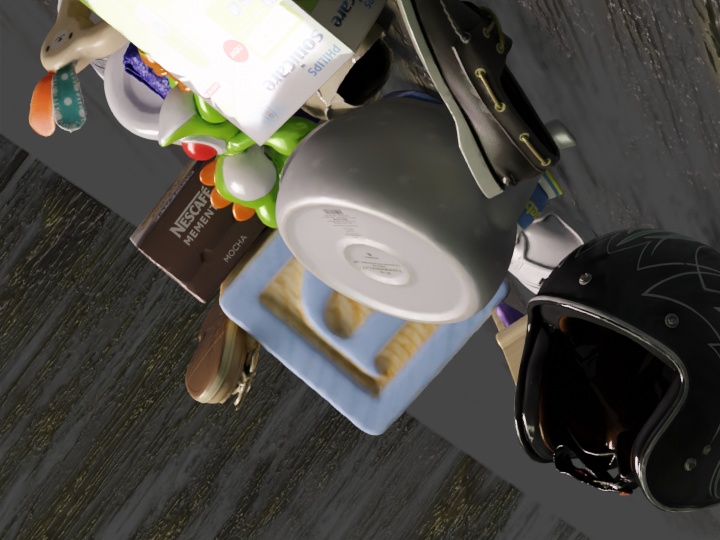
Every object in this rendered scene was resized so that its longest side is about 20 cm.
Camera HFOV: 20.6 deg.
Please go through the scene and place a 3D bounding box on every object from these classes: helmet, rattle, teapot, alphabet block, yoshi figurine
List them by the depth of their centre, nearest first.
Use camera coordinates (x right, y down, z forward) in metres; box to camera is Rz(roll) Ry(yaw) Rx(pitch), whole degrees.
[{"bbox_3d":[0.214,0.065,1.461,0.198,0.193,0.200,8,-172,-1],"label":"helmet"},{"bbox_3d":[0.037,-0.063,1.502,0.199,0.147,0.198,25,156,1],"label":"teapot"},{"bbox_3d":[-0.091,-0.129,1.637,0.111,0.113,0.201,-10,131,27],"label":"yoshi figurine"},{"bbox_3d":[-0.265,-0.237,1.753,0.130,0.200,0.143,36,174,35],"label":"rattle"},{"bbox_3d":[0.000,0.000,1.816,0.196,0.195,0.200,42,-173,-11],"label":"alphabet block"}]

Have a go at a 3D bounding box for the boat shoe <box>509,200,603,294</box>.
[{"bbox_3d":[0.134,-0.031,1.669,0.065,0.074,0.199,38,172,-37],"label":"boat shoe"}]

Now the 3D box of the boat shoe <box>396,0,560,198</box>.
[{"bbox_3d":[0.076,-0.142,1.341,0.072,0.060,0.202,-95,-19,-54],"label":"boat shoe"}]

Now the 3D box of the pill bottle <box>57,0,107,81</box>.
[{"bbox_3d":[-0.217,-0.226,1.963,0.106,0.107,0.200,33,171,23],"label":"pill bottle"}]

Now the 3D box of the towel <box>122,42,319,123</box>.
[{"bbox_3d":[-0.116,-0.169,1.744,0.049,0.148,0.200,-27,122,38],"label":"towel"}]

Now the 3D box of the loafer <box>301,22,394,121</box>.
[{"bbox_3d":[-0.011,-0.157,1.576,0.068,0.076,0.200,41,172,17],"label":"loafer"}]

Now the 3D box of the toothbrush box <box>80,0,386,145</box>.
[{"bbox_3d":[-0.099,-0.209,1.431,0.199,0.086,0.145,38,141,-12],"label":"toothbrush box"}]

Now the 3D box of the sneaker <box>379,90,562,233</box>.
[{"bbox_3d":[0.070,-0.085,1.613,0.199,0.083,0.074,31,172,43],"label":"sneaker"}]

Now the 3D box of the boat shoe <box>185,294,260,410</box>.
[{"bbox_3d":[-0.112,0.072,1.802,0.062,0.073,0.200,34,-160,-11],"label":"boat shoe"}]

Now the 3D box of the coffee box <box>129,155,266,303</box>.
[{"bbox_3d":[-0.144,-0.044,1.804,0.080,0.113,0.200,39,177,-9],"label":"coffee box"}]

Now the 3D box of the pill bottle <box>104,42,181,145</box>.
[{"bbox_3d":[-0.153,-0.172,1.869,0.112,0.113,0.200,34,-171,16],"label":"pill bottle"}]

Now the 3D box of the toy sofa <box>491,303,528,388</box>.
[{"bbox_3d":[0.203,0.083,1.748,0.200,0.082,0.098,36,-151,-48],"label":"toy sofa"}]
